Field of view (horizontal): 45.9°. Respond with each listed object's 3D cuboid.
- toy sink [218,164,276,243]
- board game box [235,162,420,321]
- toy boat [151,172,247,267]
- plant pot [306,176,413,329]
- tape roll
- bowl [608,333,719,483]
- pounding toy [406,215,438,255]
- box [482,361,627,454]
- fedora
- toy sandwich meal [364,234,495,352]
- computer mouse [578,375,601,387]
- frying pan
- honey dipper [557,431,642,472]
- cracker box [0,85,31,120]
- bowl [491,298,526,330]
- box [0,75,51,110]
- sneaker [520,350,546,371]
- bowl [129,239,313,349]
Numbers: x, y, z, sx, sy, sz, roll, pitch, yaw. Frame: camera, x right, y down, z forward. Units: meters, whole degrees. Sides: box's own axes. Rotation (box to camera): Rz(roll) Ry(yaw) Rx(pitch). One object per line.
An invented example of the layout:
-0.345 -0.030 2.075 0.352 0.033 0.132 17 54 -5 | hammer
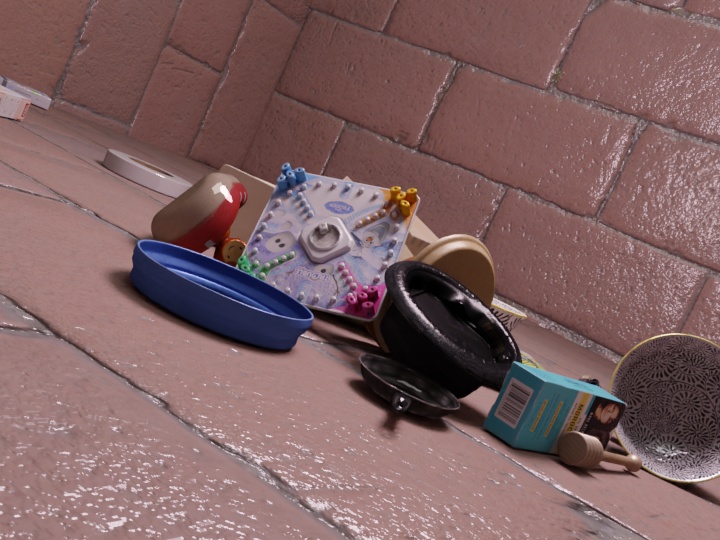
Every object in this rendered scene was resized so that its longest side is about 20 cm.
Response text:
-0.151 -0.074 1.411 0.199 0.131 0.112 26 5 28 | toy sink
-0.045 -0.044 1.091 0.198 0.201 0.026 13 -32 15 | board game box
-0.197 -0.050 1.151 0.131 0.130 0.200 53 2 -6 | toy boat
0.000 0.000 1.230 0.200 0.188 0.187 38 4 -4 | plant pot
-0.466 -0.211 1.873 0.202 0.037 0.203 24 5 -2 | tape roll
0.438 0.195 1.194 0.200 0.202 0.094 25 -11 9 | bowl
0.040 -0.008 1.494 0.142 0.201 0.184 20 21 -40 | pounding toy
0.228 0.167 0.983 0.199 0.083 0.049 19 8 -45 | box
0.092 0.083 1.008 0.200 0.092 0.201 29 26 -16 | fedora
0.093 0.036 1.140 0.204 0.206 0.070 20 9 -43 | toy sandwich meal
0.403 0.235 1.276 0.199 0.044 0.110 31 30 14 | computer mouse
0.055 0.128 0.839 0.114 0.031 0.190 23 9 -16 | frying pan
0.292 0.220 1.005 0.038 0.038 0.199 29 4 42 | honey dipper
-0.831 -0.389 1.864 0.133 0.058 0.200 25 6 1 | cracker box
0.186 0.081 1.521 0.200 0.095 0.201 25 5 -2 | bowl
-1.081 -0.569 2.668 0.199 0.041 0.156 23 5 -31 | box
0.213 0.139 1.250 0.199 0.076 0.076 19 7 -36 | sneaker
-0.147 0.026 0.892 0.199 0.040 0.201 24 5 -2 | bowl
